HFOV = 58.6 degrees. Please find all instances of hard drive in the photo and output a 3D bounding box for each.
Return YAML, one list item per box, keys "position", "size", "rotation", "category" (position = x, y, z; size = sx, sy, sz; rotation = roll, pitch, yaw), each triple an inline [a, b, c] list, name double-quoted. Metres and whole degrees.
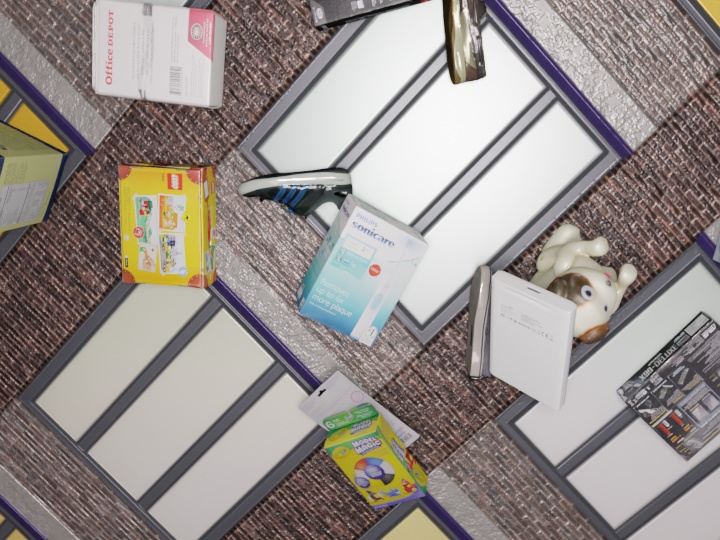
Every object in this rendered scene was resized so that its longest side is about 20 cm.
- position: [0.257, 0.108, 0.976]
  size: [0.131, 0.026, 0.203]
  rotation: [27, 140, 37]
  category: "hard drive"

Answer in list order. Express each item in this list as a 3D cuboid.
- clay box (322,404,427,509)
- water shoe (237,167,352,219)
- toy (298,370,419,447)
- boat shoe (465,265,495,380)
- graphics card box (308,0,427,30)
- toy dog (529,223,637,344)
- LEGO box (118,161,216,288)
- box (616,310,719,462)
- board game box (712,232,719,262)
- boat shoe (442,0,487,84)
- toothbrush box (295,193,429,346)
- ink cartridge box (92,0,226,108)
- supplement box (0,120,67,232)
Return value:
- position: [0.022, 0.332, 1.136]
  size: [0.113, 0.048, 0.201]
  rotation: [-24, 115, 26]
  category: "clay box"
- position: [-0.110, -0.124, 1.078]
  size: [0.195, 0.072, 0.081]
  rotation: [-4, 104, 7]
  category: "water shoe"
- position: [-0.001, 0.263, 1.158]
  size: [0.199, 0.047, 0.115]
  rotation: [42, 114, -11]
  category: "toy"
- position: [0.234, 0.090, 1.094]
  size: [0.090, 0.075, 0.205]
  rotation: [2, 110, -1]
  category: "boat shoe"
- position: [0.009, -0.466, 1.003]
  size: [0.195, 0.051, 0.128]
  rotation: [-13, 101, 7]
  category: "graphics card box"
- position: [0.328, 0.031, 0.999]
  size: [0.192, 0.200, 0.141]
  rotation: [-35, 96, 11]
  category: "toy dog"
- position: [-0.329, -0.080, 1.106]
  size: [0.145, 0.077, 0.205]
  rotation: [4, 102, 5]
  category: "LEGO box"
- position: [0.566, 0.198, 1.087]
  size: [0.157, 0.050, 0.201]
  rotation: [41, 103, -4]
  category: "box"
- position: [0.610, -0.090, 0.944]
  size: [0.042, 0.200, 0.204]
  rotation: [8, 104, 2]
  category: "board game box"
- position: [0.164, -0.397, 0.998]
  size: [0.063, 0.073, 0.205]
  rotation: [-5, 105, -4]
  category: "boat shoe"
- position: [0.000, 0.000, 1.068]
  size: [0.144, 0.085, 0.203]
  rotation: [26, 103, -19]
  category: "toothbrush box"
- position: [-0.326, -0.351, 1.046]
  size: [0.195, 0.085, 0.149]
  rotation: [7, 103, 2]
  category: "ink cartridge box"
- position: [-0.639, -0.169, 1.057]
  size: [0.197, 0.200, 0.137]
  rotation: [25, 103, 0]
  category: "supplement box"
